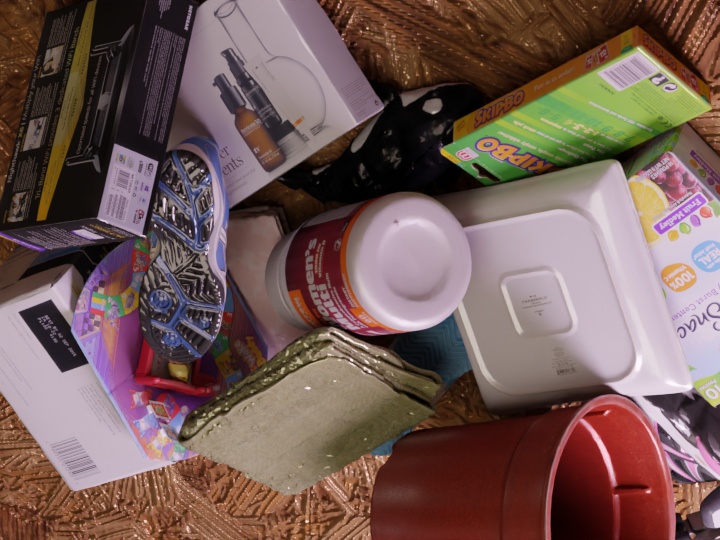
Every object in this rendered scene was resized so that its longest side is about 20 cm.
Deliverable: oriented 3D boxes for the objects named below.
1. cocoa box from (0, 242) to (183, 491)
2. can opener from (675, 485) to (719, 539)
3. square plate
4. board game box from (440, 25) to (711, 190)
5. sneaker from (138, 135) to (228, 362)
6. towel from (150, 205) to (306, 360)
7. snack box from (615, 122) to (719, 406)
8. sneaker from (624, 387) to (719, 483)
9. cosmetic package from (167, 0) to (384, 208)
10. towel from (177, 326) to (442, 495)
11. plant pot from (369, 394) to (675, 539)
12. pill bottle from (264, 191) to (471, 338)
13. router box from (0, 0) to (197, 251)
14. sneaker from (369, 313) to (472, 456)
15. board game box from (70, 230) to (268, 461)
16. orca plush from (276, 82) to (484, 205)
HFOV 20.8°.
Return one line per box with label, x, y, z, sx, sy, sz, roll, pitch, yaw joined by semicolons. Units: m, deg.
cocoa box;-0.238;0.071;1.761;0.133;0.131;0.201;-19;115;32
can opener;0.263;0.219;1.683;0.198;0.053;0.067;-16;117;0
square plate;0.149;0.022;1.584;0.199;0.028;0.200;-10;106;37
board game box;0.164;-0.117;1.526;0.199;0.030;0.095;-28;135;35
sneaker;-0.137;-0.016;1.618;0.075;0.077;0.201;13;118;7
towel;-0.124;0.033;1.790;0.199;0.032;0.192;-6;121;28
snack box;0.269;-0.003;1.566;0.200;0.053;0.142;45;131;-9
sneaker;0.240;0.112;1.653;0.200;0.080;0.086;51;139;-9
cosmetic package;-0.098;-0.146;1.613;0.199;0.052;0.151;-31;93;38
towel;-0.043;0.118;1.652;0.148;0.037;0.200;30;128;-35
plant pot;0.126;0.204;1.617;0.194;0.201;0.202;-4;123;38
pill bottle;0.000;0.000;1.613;0.110;0.110;0.200;48;158;-14
router box;-0.215;-0.121;1.587;0.052;0.202;0.157;22;163;-38
sneaker;0.061;0.068;1.706;0.076;0.081;0.200;41;111;-6
board game box;-0.151;0.063;1.694;0.039;0.158;0.201;0;123;54
orca plush;0.011;-0.091;1.608;0.199;0.071;0.106;-10;119;31
